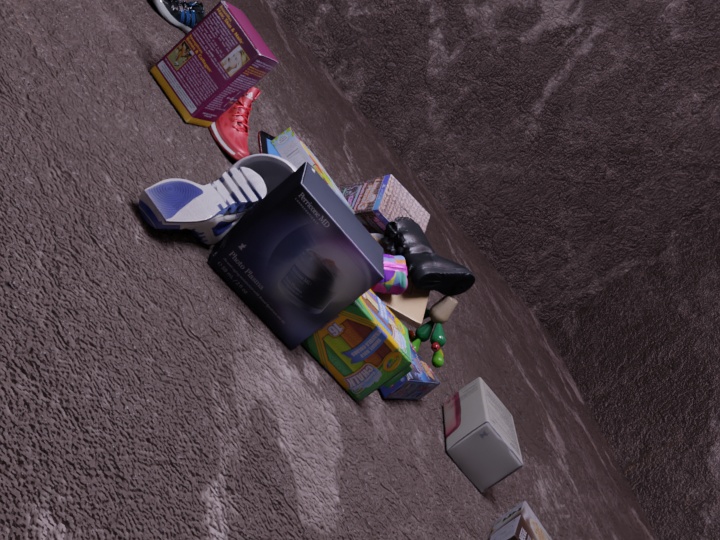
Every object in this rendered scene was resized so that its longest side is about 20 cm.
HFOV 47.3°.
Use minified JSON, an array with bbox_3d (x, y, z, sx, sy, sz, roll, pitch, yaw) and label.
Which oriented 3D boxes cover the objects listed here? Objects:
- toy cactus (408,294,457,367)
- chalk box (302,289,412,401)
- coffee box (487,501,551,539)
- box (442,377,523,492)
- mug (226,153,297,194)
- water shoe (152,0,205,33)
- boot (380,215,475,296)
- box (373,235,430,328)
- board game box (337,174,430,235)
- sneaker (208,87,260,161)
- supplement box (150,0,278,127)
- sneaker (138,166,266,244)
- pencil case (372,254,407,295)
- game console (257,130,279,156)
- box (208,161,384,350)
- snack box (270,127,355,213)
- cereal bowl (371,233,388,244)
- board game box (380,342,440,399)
[{"bbox_3d":[0.142,0.116,1.797,0.102,0.166,0.201,31,16,-30],"label":"toy cactus"},{"bbox_3d":[0.007,0.128,1.416,0.200,0.124,0.124,47,15,-17],"label":"chalk box"},{"bbox_3d":[0.291,0.514,1.491,0.115,0.079,0.200,55,14,9],"label":"coffee box"},{"bbox_3d":[0.251,0.339,1.718,0.128,0.109,0.200,50,15,-12],"label":"box"},{"bbox_3d":[-0.158,-0.099,1.437,0.175,0.145,0.203,-93,174,-84],"label":"mug"},{"bbox_3d":[-0.407,-0.608,1.924,0.072,0.079,0.199,59,16,26],"label":"water shoe"},{"bbox_3d":[0.144,-0.032,1.757,0.197,0.074,0.163,8,42,-43],"label":"boot"},{"bbox_3d":[0.056,0.014,1.727,0.198,0.021,0.165,30,44,-10],"label":"box"},{"bbox_3d":[0.028,-0.120,1.882,0.159,0.198,0.098,42,57,-37],"label":"board game box"},{"bbox_3d":[-0.248,-0.319,1.672,0.078,0.115,0.201,28,29,-58],"label":"sneaker"},{"bbox_3d":[-0.280,-0.392,1.578,0.132,0.199,0.103,55,15,6],"label":"supplement box"},{"bbox_3d":[-0.239,-0.080,1.230,0.198,0.115,0.081,-19,66,-44],"label":"sneaker"},{"bbox_3d":[0.000,0.000,1.628,0.198,0.089,0.089,7,39,-29],"label":"pencil case"},{"bbox_3d":[-0.124,-0.198,1.753,0.171,0.120,0.200,22,3,22],"label":"game console"},{"bbox_3d":[-0.097,-0.023,1.296,0.200,0.198,0.124,47,15,-17],"label":"box"},{"bbox_3d":[-0.089,-0.178,1.603,0.143,0.053,0.200,57,5,19],"label":"snack box"},{"bbox_3d":[0.046,0.024,1.788,0.198,0.084,0.202,17,48,-20],"label":"cereal bowl"},{"bbox_3d":[0.074,0.177,1.636,0.200,0.061,0.201,36,21,-54],"label":"board game box"}]
